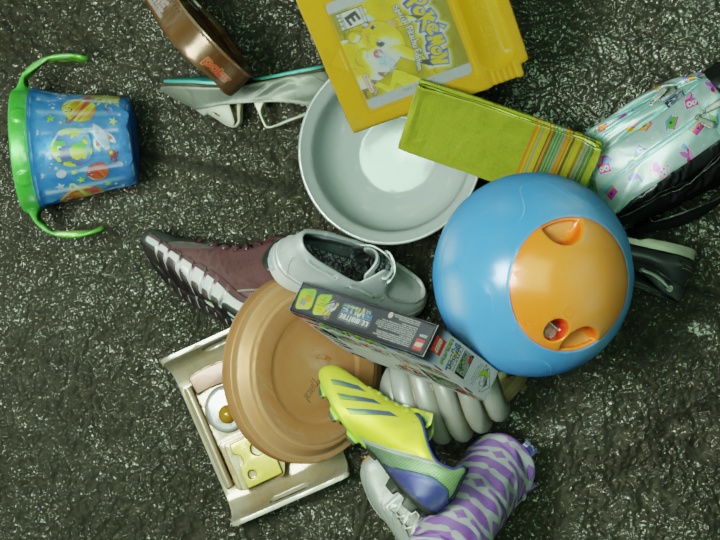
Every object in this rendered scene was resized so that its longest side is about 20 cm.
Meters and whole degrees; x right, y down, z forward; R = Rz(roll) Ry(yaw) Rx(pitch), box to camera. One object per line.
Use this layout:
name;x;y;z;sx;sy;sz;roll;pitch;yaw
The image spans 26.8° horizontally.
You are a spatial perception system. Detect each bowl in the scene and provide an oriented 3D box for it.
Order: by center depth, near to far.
bowl;0.036;-0.127;1.628;0.199;0.090;0.203;0;89;6

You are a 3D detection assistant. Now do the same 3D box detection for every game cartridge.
game cartridge;0.054;-0.242;1.511;0.198;0.033;0.177;-17;125;12

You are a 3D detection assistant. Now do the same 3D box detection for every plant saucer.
plant saucer;-0.055;0.104;1.597;0.199;0.032;0.203;1;88;-37

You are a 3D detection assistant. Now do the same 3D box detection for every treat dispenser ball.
treat dispenser ball;0.171;0.004;1.494;0.199;0.201;0.203;0;88;7

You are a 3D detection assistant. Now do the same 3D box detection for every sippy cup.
sippy cup;-0.311;-0.137;1.657;0.129;0.140;0.179;-6;126;-4

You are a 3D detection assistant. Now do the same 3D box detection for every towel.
towel;0.141;-0.126;1.543;0.198;0.018;0.087;20;123;2

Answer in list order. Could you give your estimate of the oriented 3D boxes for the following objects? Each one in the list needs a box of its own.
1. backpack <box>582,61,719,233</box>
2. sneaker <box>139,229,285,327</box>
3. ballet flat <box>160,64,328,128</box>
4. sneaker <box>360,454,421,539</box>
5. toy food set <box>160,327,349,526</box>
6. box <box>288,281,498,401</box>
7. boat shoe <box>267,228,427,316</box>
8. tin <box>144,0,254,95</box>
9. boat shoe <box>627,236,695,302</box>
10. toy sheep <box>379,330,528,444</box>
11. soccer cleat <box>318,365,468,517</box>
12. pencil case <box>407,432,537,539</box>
backpack;0.323;-0.126;1.572;0.199;0.167;0.127;-32;68;11
sneaker;-0.142;-0.009;1.660;0.199;0.076;0.116;34;67;26
ballet flat;-0.123;-0.187;1.663;0.198;0.067;0.064;-4;99;8
sneaker;0.069;0.277;1.611;0.076;0.092;0.201;-39;84;5
toy food set;-0.115;0.161;1.653;0.142;0.060;0.202;-24;85;5
box;0.031;0.070;1.507;0.199;0.110;0.035;17;75;45
boat shoe;0.000;0.000;1.591;0.199;0.068;0.073;23;55;-29
tin;-0.178;-0.257;1.615;0.042;0.200;0.112;-40;129;5
boat shoe;0.255;-0.009;1.608;0.198;0.073;0.063;9;86;2
toy sheep;0.087;0.119;1.598;0.198;0.138;0.139;-19;86;13
soccer cleat;0.033;0.161;1.540;0.084;0.065;0.200;-45;62;6
pencil case;0.115;0.253;1.562;0.084;0.200;0.086;-27;104;42
